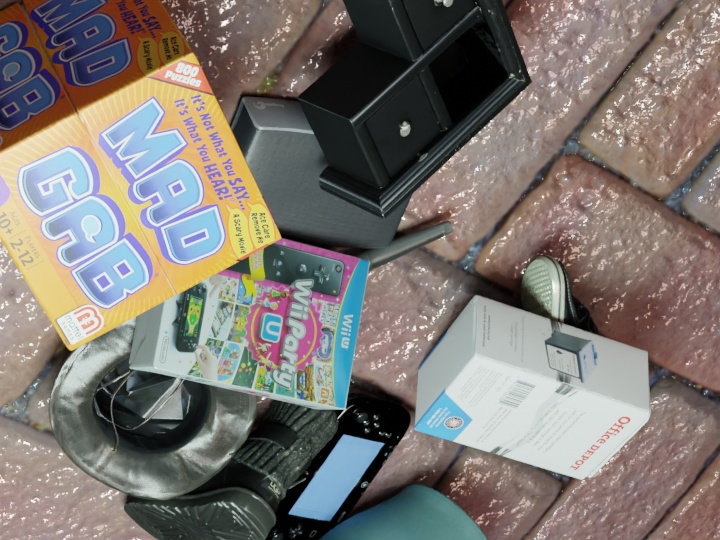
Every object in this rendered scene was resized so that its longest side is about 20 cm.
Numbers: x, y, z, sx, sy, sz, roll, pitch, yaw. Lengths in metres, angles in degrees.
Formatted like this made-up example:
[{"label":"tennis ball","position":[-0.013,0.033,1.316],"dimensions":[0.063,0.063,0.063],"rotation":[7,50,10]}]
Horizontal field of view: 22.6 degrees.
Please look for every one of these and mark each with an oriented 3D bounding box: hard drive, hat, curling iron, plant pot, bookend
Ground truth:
[{"label":"hard drive","position":[-0.038,-0.085,1.684],"dimensions":[0.200,0.042,0.135],"rotation":[9,117,-30]},{"label":"hat","position":[-0.204,0.118,1.721],"dimensions":[0.200,0.081,0.201],"rotation":[-6,111,-17]},{"label":"curling iron","position":[0.000,0.000,1.772],"dimensions":[0.200,0.026,0.050],"rotation":[-30,131,-3]},{"label":"plant pot","position":[0.036,0.334,1.910],"dimensions":[0.188,0.200,0.200],"rotation":[-43,134,-26]},{"label":"bookend","position":[0.028,-0.190,1.572],"dimensions":[0.199,0.092,0.200],"rotation":[-43,132,-20]}]

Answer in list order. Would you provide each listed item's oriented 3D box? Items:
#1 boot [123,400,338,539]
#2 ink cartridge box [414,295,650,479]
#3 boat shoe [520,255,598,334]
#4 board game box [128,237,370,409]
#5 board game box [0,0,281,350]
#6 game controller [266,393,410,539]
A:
[{"label":"boot","position":[-0.127,0.199,1.808],"dimensions":[0.079,0.211,0.158],"rotation":[54,48,-29]},{"label":"ink cartridge box","position":[0.174,0.123,1.839],"dimensions":[0.200,0.086,0.146],"rotation":[17,139,-16]},{"label":"boat shoe","position":[0.211,0.054,1.882],"dimensions":[0.062,0.075,0.200],"rotation":[-24,136,-11]},{"label":"board game box","position":[-0.101,0.039,1.669],"dimensions":[0.200,0.064,0.148],"rotation":[14,79,-29]},{"label":"board game box","position":[-0.216,-0.102,1.483],"dimensions":[0.200,0.200,0.200],"rotation":[-28,130,-5]},{"label":"game controller","position":[-0.029,0.214,1.896],"dimensions":[0.104,0.042,0.200],"rotation":[22,111,-35]}]
